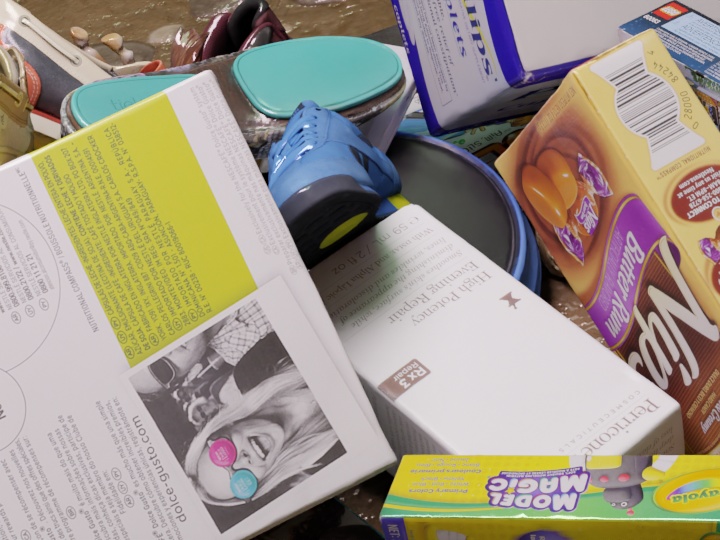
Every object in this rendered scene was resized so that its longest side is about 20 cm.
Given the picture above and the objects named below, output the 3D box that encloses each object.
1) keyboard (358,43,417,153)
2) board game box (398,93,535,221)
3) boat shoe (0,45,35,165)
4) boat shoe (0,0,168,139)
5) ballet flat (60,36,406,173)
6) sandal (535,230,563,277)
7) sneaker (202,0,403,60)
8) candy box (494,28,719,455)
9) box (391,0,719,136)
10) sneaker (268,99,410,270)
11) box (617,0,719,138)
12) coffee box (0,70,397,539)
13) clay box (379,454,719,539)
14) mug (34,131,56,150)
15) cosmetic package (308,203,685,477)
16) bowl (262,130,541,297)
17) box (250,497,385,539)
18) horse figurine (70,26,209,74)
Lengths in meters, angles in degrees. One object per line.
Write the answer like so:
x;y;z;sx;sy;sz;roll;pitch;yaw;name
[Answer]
-0.018;-0.059;1.390;0.056;0.011;0.201;7;49;24;keyboard
0.021;-0.048;1.476;0.199;0.035;0.135;-24;34;-12;board game box
-0.197;-0.087;1.273;0.073;0.067;0.200;13;6;-7;boat shoe
-0.133;-0.094;1.421;0.199;0.063;0.071;22;4;-23;boat shoe
-0.072;-0.083;1.369;0.199;0.073;0.072;-11;30;-20;ballet flat
0.133;-0.024;1.385;0.070;0.078;0.212;-37;16;27;sandal
-0.031;-0.132;1.549;0.200;0.116;0.075;-37;38;-29;sneaker
0.152;0.000;1.173;0.056;0.201;0.117;-29;-9;-23;candy box
0.130;-0.153;1.342;0.183;0.106;0.200;-14;-3;-13;box
-0.027;-0.046;1.257;0.066;0.079;0.200;-35;-5;10;sneaker
0.191;-0.017;1.202;0.038;0.201;0.136;-26;34;-19;box
-0.130;0.046;1.181;0.197;0.201;0.200;-26;2;-14;coffee box
0.118;0.138;1.082;0.198;0.116;0.048;-1;36;23;clay box
-0.202;0.009;1.380;0.185;0.154;0.149;4;20;-37;mug
0.057;0.062;1.220;0.101;0.074;0.200;-35;50;-23;cosmetic package
0.000;0.000;1.364;0.199;0.040;0.202;-5;47;6;bowl
-0.074;0.183;1.157;0.199;0.049;0.082;-31;36;-22;box
-0.173;-0.081;1.501;0.199;0.133;0.050;-15;33;16;horse figurine
